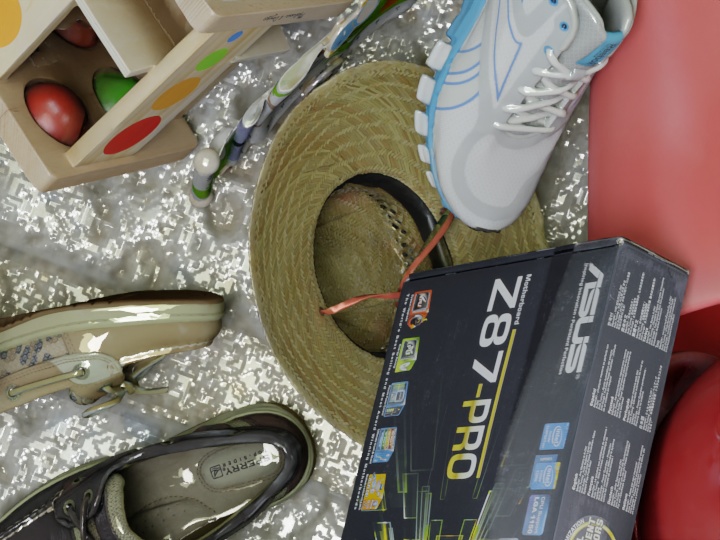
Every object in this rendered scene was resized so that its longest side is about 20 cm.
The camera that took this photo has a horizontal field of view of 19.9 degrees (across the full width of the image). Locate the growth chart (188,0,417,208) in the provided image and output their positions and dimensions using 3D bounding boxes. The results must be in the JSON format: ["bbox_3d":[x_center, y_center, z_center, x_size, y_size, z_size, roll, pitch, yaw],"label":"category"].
[{"bbox_3d":[-0.014,-0.106,1.017,0.200,0.145,0.018,-42,90,-3],"label":"growth chart"}]

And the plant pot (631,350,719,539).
[{"bbox_3d":[0.213,0.113,0.890,0.182,0.200,0.201,-20,81,39],"label":"plant pot"}]

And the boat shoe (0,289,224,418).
[{"bbox_3d":[-0.161,0.051,1.051,0.200,0.073,0.063,-12,90,14],"label":"boat shoe"}]

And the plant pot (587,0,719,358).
[{"bbox_3d":[0.194,-0.055,0.980,0.200,0.200,0.178,-10,75,3],"label":"plant pot"}]

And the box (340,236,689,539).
[{"bbox_3d":[0.058,0.093,0.905,0.049,0.161,0.200,25,72,-31],"label":"box"}]

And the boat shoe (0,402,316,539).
[{"bbox_3d":[-0.119,0.123,1.038,0.200,0.065,0.073,-30,84,2],"label":"boat shoe"}]

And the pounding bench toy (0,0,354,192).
[{"bbox_3d":[-0.099,-0.137,1.042,0.156,0.200,0.124,-40,79,31],"label":"pounding bench toy"}]

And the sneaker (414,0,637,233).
[{"bbox_3d":[0.085,-0.104,0.956,0.075,0.087,0.200,-2,116,-32],"label":"sneaker"}]

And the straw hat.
[{"bbox_3d":[0.000,0.000,1.025,0.201,0.085,0.202,3,85,-37],"label":"straw hat"}]
